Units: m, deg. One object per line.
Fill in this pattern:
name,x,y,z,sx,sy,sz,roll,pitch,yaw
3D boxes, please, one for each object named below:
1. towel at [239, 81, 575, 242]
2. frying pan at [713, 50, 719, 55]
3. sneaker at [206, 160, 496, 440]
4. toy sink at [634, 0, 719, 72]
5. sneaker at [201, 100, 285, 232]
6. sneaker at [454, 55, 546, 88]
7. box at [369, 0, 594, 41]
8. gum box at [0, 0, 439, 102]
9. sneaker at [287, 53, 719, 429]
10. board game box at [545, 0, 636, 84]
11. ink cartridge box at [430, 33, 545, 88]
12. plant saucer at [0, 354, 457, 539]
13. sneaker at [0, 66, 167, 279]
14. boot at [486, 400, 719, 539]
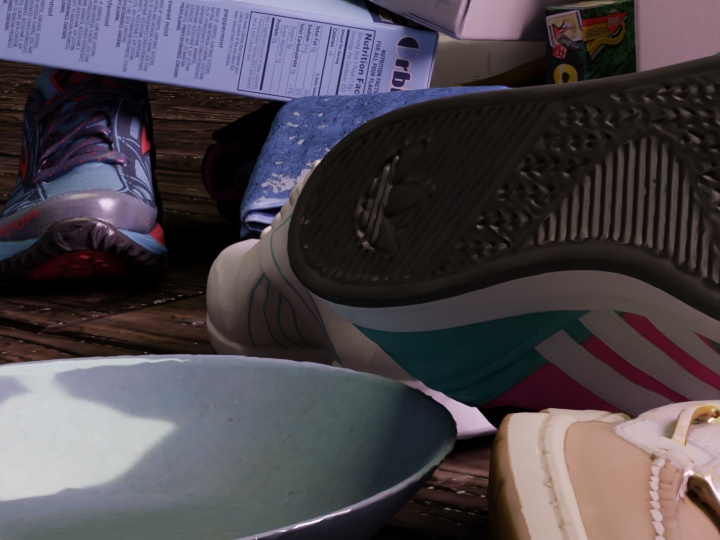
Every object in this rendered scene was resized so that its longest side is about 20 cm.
towel,0.054,-0.037,0.919,0.200,0.049,0.112,-1,37,15
frying pan,0.216,-0.054,0.882,0.190,0.031,0.115,-4,40,-18
sneaker,0.000,0.000,0.754,0.070,0.080,0.200,-9,10,-21
toy sink,0.193,-0.114,0.976,0.130,0.200,0.112,1,11,25
sneaker,-0.033,-0.057,1.074,0.086,0.080,0.200,-7,9,-7
sneaker,0.114,-0.072,1.079,0.200,0.073,0.077,-21,-20,-36
box,0.083,-0.147,1.046,0.082,0.068,0.200,28,20,33
gum box,-0.077,-0.124,1.043,0.200,0.045,0.170,8,19,-11
sneaker,0.092,0.013,0.552,0.200,0.084,0.121,2,-26,39
board game box,0.149,-0.079,1.061,0.023,0.105,0.200,3,13,38
ink cartridge box,0.087,-0.092,1.207,0.200,0.084,0.146,-7,12,-18
plant saucer,-0.075,0.060,0.560,0.201,0.039,0.201,-3,11,1
sneaker,-0.128,-0.050,1.014,0.079,0.096,0.200,-5,10,-5
boot,0.103,0.057,0.416,0.154,0.072,0.200,-2,3,8
